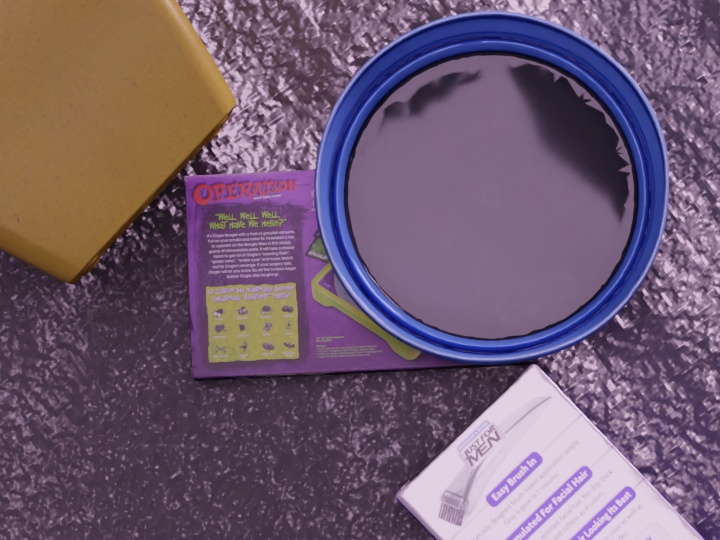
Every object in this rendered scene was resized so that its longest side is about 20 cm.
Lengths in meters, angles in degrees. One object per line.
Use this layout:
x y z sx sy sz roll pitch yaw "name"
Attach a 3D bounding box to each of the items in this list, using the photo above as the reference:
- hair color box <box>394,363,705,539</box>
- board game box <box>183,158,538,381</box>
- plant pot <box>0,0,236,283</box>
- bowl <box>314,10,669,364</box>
0.126 0.162 1.472 0.109 0.065 0.200 -43 84 -3 "hair color box"
0.000 0.000 1.520 0.200 0.032 0.120 -2 86 2 "board game box"
-0.179 -0.099 1.472 0.176 0.200 0.200 43 86 -4 "plant pot"
0.074 -0.045 1.492 0.200 0.039 0.201 0 82 2 "bowl"
